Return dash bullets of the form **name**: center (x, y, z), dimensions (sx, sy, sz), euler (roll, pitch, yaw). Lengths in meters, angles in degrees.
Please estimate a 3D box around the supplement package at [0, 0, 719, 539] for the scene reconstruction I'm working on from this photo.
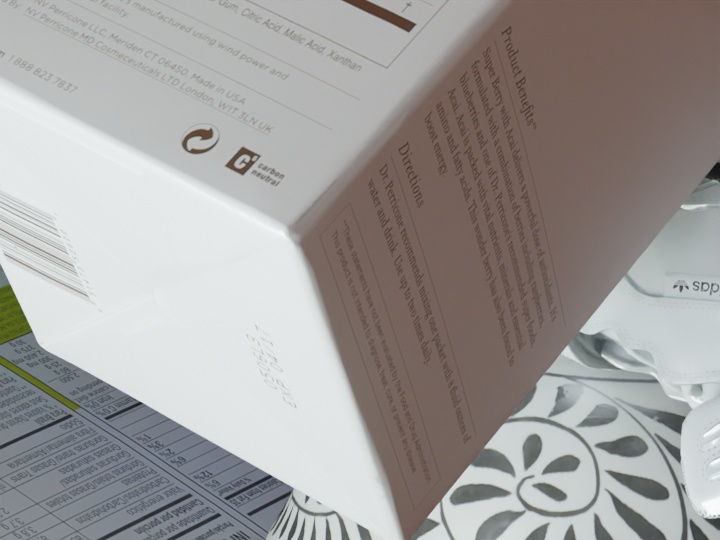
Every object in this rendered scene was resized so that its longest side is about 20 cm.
- **supplement package**: center (0.013, -0.062, 0.696), dimensions (0.120, 0.200, 0.121), euler (27, 153, 31)

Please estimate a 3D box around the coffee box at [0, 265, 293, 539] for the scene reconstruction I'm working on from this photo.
- **coffee box**: center (-0.116, 0.134, 0.983), dimensions (0.198, 0.200, 0.200), euler (30, 121, 26)

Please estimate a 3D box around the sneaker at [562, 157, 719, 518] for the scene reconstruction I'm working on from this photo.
- **sneaker**: center (0.076, 0.016, 0.761), dimensions (0.200, 0.115, 0.075), euler (-5, 157, 25)

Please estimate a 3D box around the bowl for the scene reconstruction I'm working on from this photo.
- **bowl**: center (0.071, 0.041, 0.870), dimensions (0.201, 0.201, 0.094), euler (15, 110, 48)
